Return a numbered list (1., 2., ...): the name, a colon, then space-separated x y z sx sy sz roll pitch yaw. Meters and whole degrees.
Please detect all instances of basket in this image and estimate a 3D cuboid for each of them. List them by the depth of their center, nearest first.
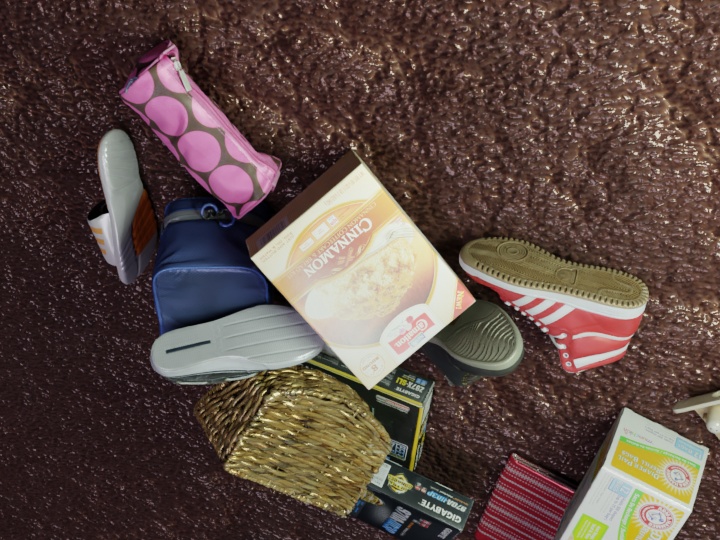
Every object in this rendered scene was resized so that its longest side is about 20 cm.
1. basket: -0.078 0.179 1.568 0.199 0.143 0.149 27 -171 -30

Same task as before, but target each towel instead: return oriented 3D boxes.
1. towel: 0.232 0.322 1.673 0.144 0.023 0.201 26 138 11

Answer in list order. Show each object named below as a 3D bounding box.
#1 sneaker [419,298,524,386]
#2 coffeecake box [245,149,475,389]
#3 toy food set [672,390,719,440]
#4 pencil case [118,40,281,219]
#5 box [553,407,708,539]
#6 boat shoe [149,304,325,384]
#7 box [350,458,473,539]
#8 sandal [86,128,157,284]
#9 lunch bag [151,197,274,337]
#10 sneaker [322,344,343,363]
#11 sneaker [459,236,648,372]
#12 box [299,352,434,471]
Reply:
1. sneaker: 0.131 0.089 1.438 0.106 0.075 0.200 49 166 -30
2. coffeecake box: 0.000 0.000 1.389 0.153 0.073 0.200 -40 110 4
3. toy food set: 0.444 0.196 1.374 0.143 0.061 0.200 -23 117 45
4. pencil case: -0.167 -0.151 1.398 0.093 0.091 0.200 -27 115 39
5. box: 0.305 0.274 1.495 0.112 0.102 0.201 25 133 9
6. boat shoe: -0.136 0.086 1.467 0.198 0.073 0.071 -6 159 3
7. box: 0.051 0.306 1.704 0.158 0.046 0.200 26 158 2
8. sandal: -0.296 -0.082 1.565 0.059 0.079 0.208 13 128 23
9. lunch bag: -0.168 0.003 1.515 0.135 0.133 0.201 1 136 -2
10. sneaker: -0.012 0.043 1.506 0.114 0.075 0.200 27 145 6
11. sneaker: 0.194 0.039 1.367 0.198 0.071 0.113 18 135 14
12. box: -0.011 0.169 1.653 0.199 0.049 0.160 21 141 13
